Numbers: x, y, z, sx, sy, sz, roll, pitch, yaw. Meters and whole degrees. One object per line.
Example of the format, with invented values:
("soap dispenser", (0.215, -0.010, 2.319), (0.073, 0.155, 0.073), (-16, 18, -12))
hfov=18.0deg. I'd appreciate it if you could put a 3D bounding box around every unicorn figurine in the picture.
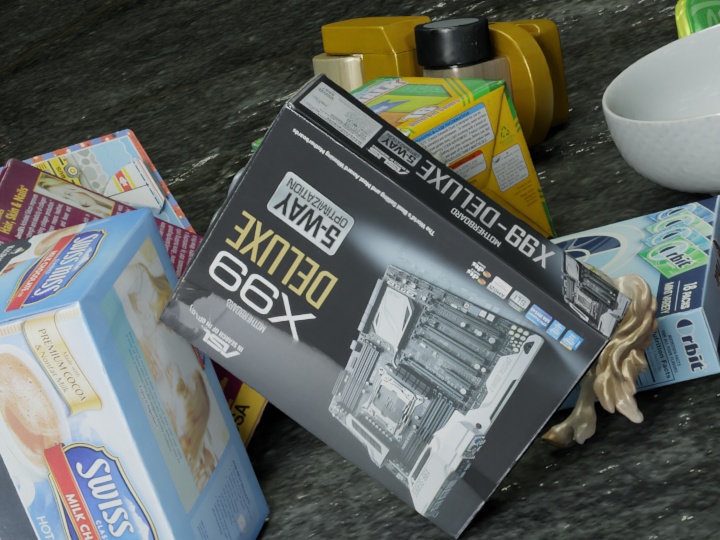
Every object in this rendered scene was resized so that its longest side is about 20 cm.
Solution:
("unicorn figurine", (0.073, 0.015, 1.262), (0.198, 0.138, 0.074), (16, -12, 8))

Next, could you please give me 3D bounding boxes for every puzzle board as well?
("puzzle board", (-0.165, 0.002, 1.501), (0.150, 0.201, 0.017), (-21, -21, -34))

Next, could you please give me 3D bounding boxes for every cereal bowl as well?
("cereal bowl", (0.265, -0.105, 1.509), (0.199, 0.084, 0.200), (-19, 19, 7))

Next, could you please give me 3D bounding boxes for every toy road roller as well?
("toy road roller", (0.072, -0.140, 1.770), (0.145, 0.124, 0.199), (-18, 15, -39))

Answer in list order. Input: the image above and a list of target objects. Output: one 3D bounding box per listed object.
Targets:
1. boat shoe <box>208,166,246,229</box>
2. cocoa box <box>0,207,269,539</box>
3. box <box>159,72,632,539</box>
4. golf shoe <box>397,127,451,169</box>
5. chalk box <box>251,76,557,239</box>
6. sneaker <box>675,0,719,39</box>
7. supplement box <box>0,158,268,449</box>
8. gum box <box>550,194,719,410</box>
("boat shoe", (-0.067, -0.018, 1.500), (0.072, 0.067, 0.200), (-63, -3, -15))
("cocoa box", (-0.152, 0.091, 1.227), (0.130, 0.201, 0.134), (-14, 20, 18))
("box", (0.015, 0.020, 1.168), (0.158, 0.199, 0.050), (-55, -3, 34))
("golf shoe", (0.000, 0.000, 1.422), (0.097, 0.078, 0.201), (-56, -7, -41))
("chalk box", (0.017, -0.057, 1.578), (0.124, 0.125, 0.199), (-31, 21, -28))
("sneaker", (0.300, -0.196, 1.740), (0.083, 0.075, 0.200), (-12, 20, 35))
("supplement box", (-0.149, 0.031, 1.381), (0.199, 0.104, 0.131), (23, 21, -7))
("gum box", (0.120, 0.028, 1.356), (0.198, 0.045, 0.170), (-14, 20, 19))
